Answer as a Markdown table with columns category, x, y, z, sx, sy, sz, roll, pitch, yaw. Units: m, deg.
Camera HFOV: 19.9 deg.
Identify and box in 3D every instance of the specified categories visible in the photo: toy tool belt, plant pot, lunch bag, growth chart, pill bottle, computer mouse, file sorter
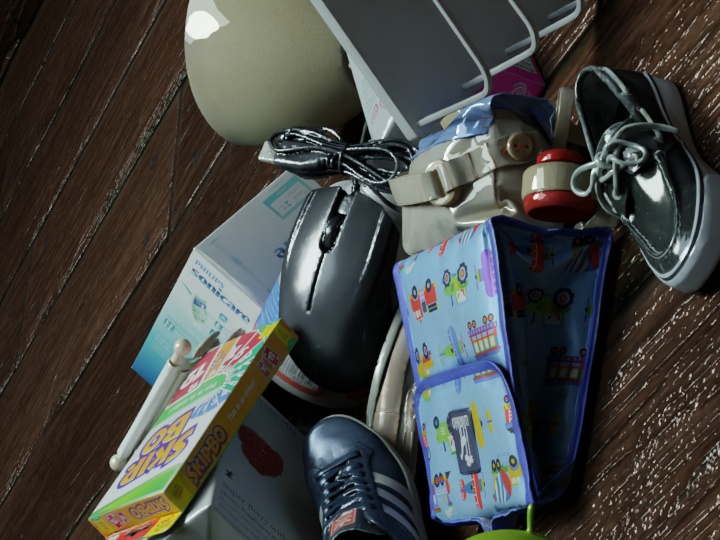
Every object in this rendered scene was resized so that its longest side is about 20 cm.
| category | x | y | z | sx | sy | sz | roll | pitch | yaw |
| --- | --- | --- | --- | --- | --- | --- | --- | --- | --- |
| toy tool belt | 0.098 | -0.079 | 1.394 | 0.200 | 0.125 | 0.123 | 153 | 123 | -63 |
| plant pot | -0.043 | -0.207 | 1.846 | 0.134 | 0.200 | 0.200 | 7 | 78 | 35 |
| lunch bag | 0.093 | 0.080 | 1.350 | 0.151 | 0.094 | 0.200 | 153 | 120 | -63 |
| growth chart | -0.129 | 0.103 | 1.662 | 0.145 | 0.018 | 0.200 | -57 | -18 | 12 |
| pill bottle | 0.000 | 0.000 | 1.608 | 0.200 | 0.112 | 0.112 | -61 | 22 | 26 |
| computer mouse | -0.025 | -0.003 | 1.523 | 0.138 | 0.053 | 0.200 | 11 | 104 | 33 |
| file sorter | 0.088 | -0.209 | 1.378 | 0.200 | 0.139 | 0.125 | -40 | 10 | -25 |

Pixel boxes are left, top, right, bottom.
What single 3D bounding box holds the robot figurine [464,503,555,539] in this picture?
| category | x | y | z | sx | sy | sz | roll | pitch | yaw |
| --- | --- | --- | --- | --- | --- | --- | --- | --- | --- |
| robot figurine | 0.073 | 0.235 | 1.184 | 0.175 | 0.116 | 0.200 | 49 | 121 | 37 |

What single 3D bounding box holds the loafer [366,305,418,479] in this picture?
| category | x | y | z | sx | sy | sz | roll | pitch | yaw |
| --- | --- | --- | --- | --- | --- | --- | --- | --- | --- |
| loafer | 0.035 | 0.117 | 1.509 | 0.072 | 0.063 | 0.200 | 54 | -128 | -72 |

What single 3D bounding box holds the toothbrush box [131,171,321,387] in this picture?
| category | x | y | z | sx | sy | sz | roll | pitch | yaw |
| --- | --- | --- | --- | --- | --- | --- | --- | --- | --- |
| toothbrush box | -0.101 | 0.023 | 1.788 | 0.146 | 0.085 | 0.200 | -43 | -8 | -38 |

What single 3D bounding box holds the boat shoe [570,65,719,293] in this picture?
| category | x | y | z | sx | sy | sz | roll | pitch | yaw |
| --- | --- | --- | --- | --- | --- | --- | --- | --- | --- |
| boat shoe | 0.171 | -0.064 | 1.254 | 0.199 | 0.068 | 0.074 | -95 | 29 | -48 |

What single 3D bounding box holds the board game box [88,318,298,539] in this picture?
| category | x | y | z | sx | sy | sz | roll | pitch | yaw |
| --- | --- | --- | --- | --- | --- | --- | --- | --- | --- |
| board game box | -0.123 | 0.119 | 1.480 | 0.096 | 0.030 | 0.200 | -24 | 27 | 45 |

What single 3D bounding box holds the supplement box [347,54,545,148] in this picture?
| category | x | y | z | sx | sy | sz | roll | pitch | yaw |
| --- | --- | --- | --- | --- | --- | --- | --- | --- | --- |
| supplement box | 0.061 | -0.164 | 1.601 | 0.101 | 0.103 | 0.200 | -61 | 20 | 26 |

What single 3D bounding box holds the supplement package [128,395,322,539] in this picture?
| category | x | y | z | sx | sy | sz | roll | pitch | yaw |
| --- | --- | --- | --- | --- | --- | --- | --- | --- | --- |
| supplement package | -0.101 | 0.191 | 1.510 | 0.120 | 0.121 | 0.200 | -40 | 17 | 18 |

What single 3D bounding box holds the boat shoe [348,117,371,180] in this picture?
| category | x | y | z | sx | sy | sz | roll | pitch | yaw |
| --- | --- | --- | --- | --- | --- | --- | --- | --- | --- |
| boat shoe | 0.012 | -0.066 | 1.711 | 0.072 | 0.061 | 0.201 | -154 | 82 | -71 |

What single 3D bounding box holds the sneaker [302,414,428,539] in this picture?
| category | x | y | z | sx | sy | sz | roll | pitch | yaw |
| --- | --- | --- | --- | --- | --- | --- | --- | --- | --- |
| sneaker | -0.001 | 0.173 | 1.408 | 0.075 | 0.085 | 0.200 | -38 | 53 | 13 |

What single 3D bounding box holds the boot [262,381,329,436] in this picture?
| category | x | y | z | sx | sy | sz | roll | pitch | yaw |
| --- | --- | --- | --- | --- | --- | --- | --- | --- | --- |
| boot | -0.072 | 0.166 | 1.734 | 0.154 | 0.073 | 0.204 | -87 | 20 | -52 |
